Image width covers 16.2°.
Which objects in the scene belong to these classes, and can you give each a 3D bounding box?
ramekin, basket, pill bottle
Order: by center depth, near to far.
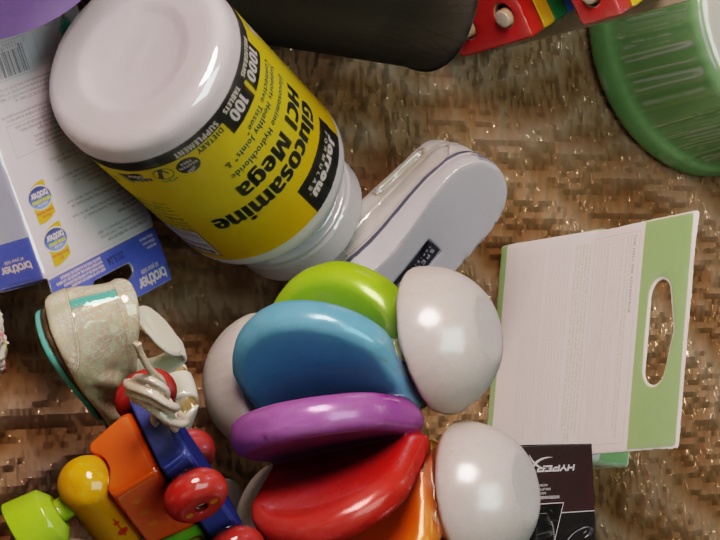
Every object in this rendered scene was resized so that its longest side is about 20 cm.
[{"bbox_3d":[-0.078,-0.073,1.419,0.200,0.112,0.113,44,59,-54],"label":"pill bottle"},{"bbox_3d":[-0.055,-0.197,1.466,0.200,0.136,0.181,-2,50,-30],"label":"basket"},{"bbox_3d":[0.260,-0.168,1.714,0.200,0.098,0.201,5,82,-36],"label":"ramekin"}]

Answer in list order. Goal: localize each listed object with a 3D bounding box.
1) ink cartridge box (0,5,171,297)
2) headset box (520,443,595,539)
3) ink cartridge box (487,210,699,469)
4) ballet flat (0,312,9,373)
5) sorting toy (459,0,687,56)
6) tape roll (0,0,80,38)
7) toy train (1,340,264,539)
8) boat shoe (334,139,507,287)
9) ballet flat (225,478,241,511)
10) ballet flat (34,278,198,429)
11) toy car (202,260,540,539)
[{"bbox_3d":[-0.177,-0.069,1.398,0.119,0.042,0.200,-33,104,-60],"label":"ink cartridge box"},{"bbox_3d":[0.064,0.204,1.499,0.077,0.149,0.201,3,84,-42],"label":"headset box"},{"bbox_3d":[0.153,0.047,1.551,0.048,0.200,0.146,13,78,-32],"label":"ink cartridge box"},{"bbox_3d":[-0.246,-0.028,1.350,0.200,0.076,0.064,51,52,-23],"label":"ballet flat"},{"bbox_3d":[0.096,-0.233,1.537,0.070,0.200,0.199,-34,105,-36],"label":"sorting toy"},{"bbox_3d":[-0.216,-0.223,1.325,0.199,0.085,0.200,8,56,-13],"label":"tape roll"},{"bbox_3d":[-0.133,0.108,1.293,0.116,0.085,0.200,-29,146,-2],"label":"toy train"},{"bbox_3d":[0.000,0.000,1.527,0.200,0.070,0.071,-49,127,-2],"label":"boat shoe"},{"bbox_3d":[-0.099,0.215,1.452,0.067,0.046,0.201,4,88,-67],"label":"ballet flat"},{"bbox_3d":[-0.118,0.066,1.374,0.062,0.200,0.068,-22,62,1],"label":"ballet flat"},{"bbox_3d":[-0.010,0.095,1.388,0.150,0.175,0.201,-7,84,-64],"label":"toy car"}]
